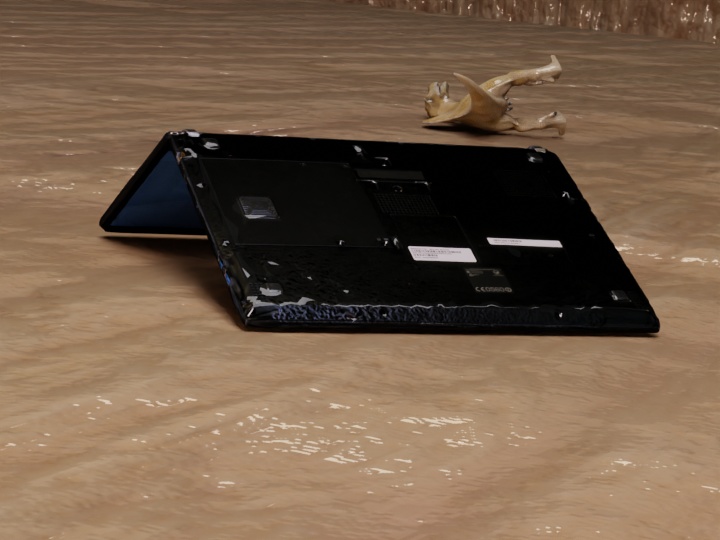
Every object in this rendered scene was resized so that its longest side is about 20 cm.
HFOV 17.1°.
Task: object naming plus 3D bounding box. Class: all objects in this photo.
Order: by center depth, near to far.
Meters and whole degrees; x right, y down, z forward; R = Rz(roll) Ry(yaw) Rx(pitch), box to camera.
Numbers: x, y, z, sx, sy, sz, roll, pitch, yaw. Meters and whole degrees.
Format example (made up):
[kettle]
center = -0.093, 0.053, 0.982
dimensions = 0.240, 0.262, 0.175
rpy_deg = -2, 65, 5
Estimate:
[laptop]
center = 0.000, 0.000, 1.009
dimensions = 0.176, 0.104, 0.200
rpy_deg = 1, 35, -21
[toy dinosaur]
center = 0.095, -0.116, 1.711
dimensions = 0.100, 0.059, 0.200
rpy_deg = -11, 3, -6
